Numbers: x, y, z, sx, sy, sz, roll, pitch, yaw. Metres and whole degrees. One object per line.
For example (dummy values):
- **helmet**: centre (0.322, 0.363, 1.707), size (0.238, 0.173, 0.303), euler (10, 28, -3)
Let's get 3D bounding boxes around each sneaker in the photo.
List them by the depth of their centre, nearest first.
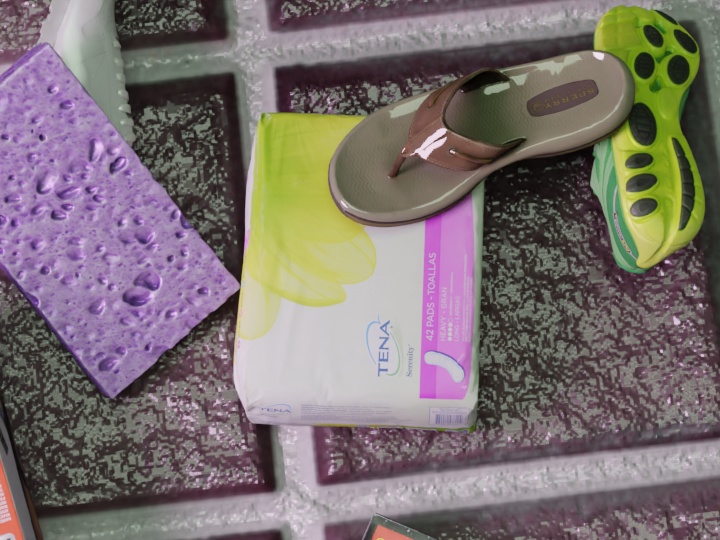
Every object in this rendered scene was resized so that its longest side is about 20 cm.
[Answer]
- **sneaker**: centre (0.173, -0.087, 1.657), size (0.074, 0.084, 0.200), euler (13, 54, -14)
- **sneaker**: centre (-0.181, -0.109, 1.683), size (0.080, 0.076, 0.200), euler (13, 81, -2)

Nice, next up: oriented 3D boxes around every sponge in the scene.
- **sponge**: centre (-0.178, -0.031, 1.629), size (0.112, 0.030, 0.200), euler (-40, 104, -10)

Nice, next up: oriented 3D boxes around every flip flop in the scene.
- **flip flop**: centre (0.072, -0.090, 1.597), size (0.200, 0.058, 0.081), euler (-19, 68, 4)

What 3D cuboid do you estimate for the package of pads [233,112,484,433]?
- **package of pads**: centre (0.000, 0.000, 1.640), size (0.154, 0.068, 0.200), euler (1, 72, 2)

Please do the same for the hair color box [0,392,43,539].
- **hair color box**: centre (-0.244, 0.114, 1.590), size (0.064, 0.111, 0.200), euler (-17, 74, -3)

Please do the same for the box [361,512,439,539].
- **box**: centre (0.072, 0.249, 1.576), size (0.200, 0.040, 0.137), euler (23, 76, 8)
